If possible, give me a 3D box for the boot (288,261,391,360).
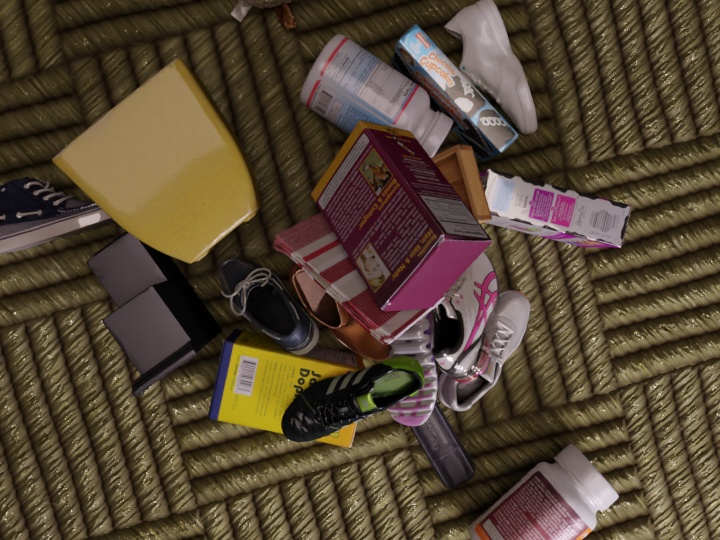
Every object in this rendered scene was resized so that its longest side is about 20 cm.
[{"bbox_3d":[-0.024,0.063,0.928,0.200,0.155,0.074,41,91,-4],"label":"boot"}]

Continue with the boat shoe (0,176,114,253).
[{"bbox_3d":[-0.428,-0.091,0.937,0.198,0.075,0.094,-15,94,5],"label":"boat shoe"}]

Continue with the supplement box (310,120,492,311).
[{"bbox_3d":[0.046,-0.068,0.842,0.131,0.103,0.201,-50,57,32],"label":"supplement box"}]

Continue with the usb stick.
[{"bbox_3d":[0.103,0.231,1.005,0.055,0.033,0.201,-30,94,6],"label":"usb stick"}]

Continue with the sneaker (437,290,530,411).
[{"bbox_3d":[0.187,0.121,0.972,0.075,0.092,0.201,32,91,-5],"label":"sneaker"}]

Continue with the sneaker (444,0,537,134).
[{"bbox_3d":[0.185,-0.278,0.969,0.088,0.075,0.201,-24,88,12],"label":"sneaker"}]

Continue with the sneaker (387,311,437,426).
[{"bbox_3d":[0.076,0.114,0.954,0.080,0.088,0.202,-2,93,20],"label":"sneaker"}]

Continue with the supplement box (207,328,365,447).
[{"bbox_3d":[-0.099,0.162,0.953,0.198,0.109,0.111,12,93,-3],"label":"supplement box"}]

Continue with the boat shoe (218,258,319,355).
[{"bbox_3d":[-0.137,0.039,0.922,0.075,0.062,0.200,-44,57,-3],"label":"boat shoe"}]

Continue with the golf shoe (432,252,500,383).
[{"bbox_3d":[0.143,0.047,0.934,0.072,0.092,0.202,-12,54,35],"label":"golf shoe"}]

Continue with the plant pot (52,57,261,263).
[{"bbox_3d":[-0.237,-0.123,0.897,0.195,0.194,0.201,-38,99,0],"label":"plant pot"}]

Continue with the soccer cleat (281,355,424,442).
[{"bbox_3d":[-0.011,0.164,0.862,0.199,0.081,0.068,-25,94,-2],"label":"soccer cleat"}]

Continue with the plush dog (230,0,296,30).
[{"bbox_3d":[-0.122,-0.415,0.888,0.198,0.172,0.162,-15,94,-2],"label":"plush dog"}]

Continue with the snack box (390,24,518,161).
[{"bbox_3d":[0.126,-0.240,0.937,0.037,0.116,0.200,-44,94,1],"label":"snack box"}]

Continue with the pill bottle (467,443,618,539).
[{"bbox_3d":[0.264,0.353,0.977,0.200,0.114,0.114,-42,94,1],"label":"pill bottle"}]

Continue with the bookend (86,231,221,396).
[{"bbox_3d":[-0.290,0.039,0.893,0.092,0.200,0.199,-35,95,-1],"label":"bookend"}]

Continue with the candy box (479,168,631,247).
[{"bbox_3d":[0.249,-0.083,0.942,0.198,0.136,0.062,13,91,-4],"label":"candy box"}]

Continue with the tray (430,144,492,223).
[{"bbox_3d":[0.075,-0.084,0.915,0.199,0.037,0.100,-21,81,42],"label":"tray"}]

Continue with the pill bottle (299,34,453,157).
[{"bbox_3d":[0.024,-0.227,0.937,0.199,0.109,0.109,33,91,-4],"label":"pill bottle"}]

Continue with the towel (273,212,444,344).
[{"bbox_3d":[0.000,0.000,0.873,0.200,0.144,0.023,41,129,14],"label":"towel"}]
